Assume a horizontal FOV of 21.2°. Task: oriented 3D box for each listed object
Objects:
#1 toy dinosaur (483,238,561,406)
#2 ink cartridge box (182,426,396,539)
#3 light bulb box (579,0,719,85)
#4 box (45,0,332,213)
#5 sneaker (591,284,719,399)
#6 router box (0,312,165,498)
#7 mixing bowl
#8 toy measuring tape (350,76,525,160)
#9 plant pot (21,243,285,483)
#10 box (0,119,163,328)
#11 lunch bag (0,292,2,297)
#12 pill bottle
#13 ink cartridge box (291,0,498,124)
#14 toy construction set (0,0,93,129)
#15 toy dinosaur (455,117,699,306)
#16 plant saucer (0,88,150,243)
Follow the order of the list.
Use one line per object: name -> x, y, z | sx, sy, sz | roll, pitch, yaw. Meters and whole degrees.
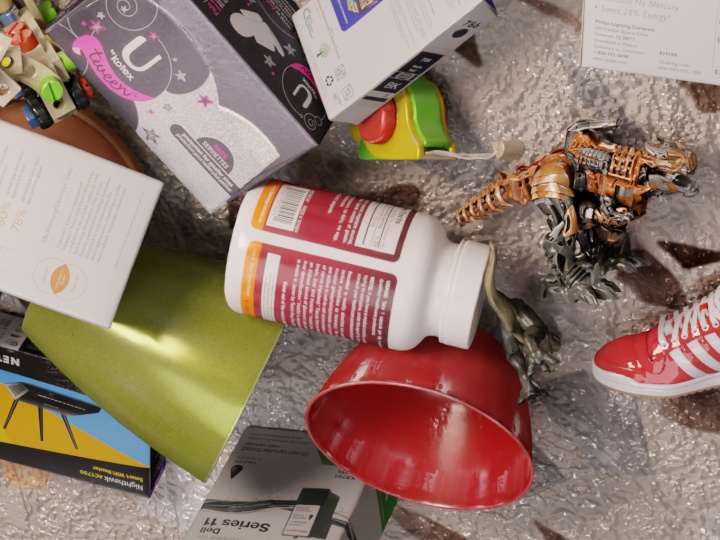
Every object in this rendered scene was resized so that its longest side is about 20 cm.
toy dinosaur -> 0.130, 0.052, 1.542 | 0.047, 0.088, 0.200 | -20, 155, 8
ink cartridge box -> -0.067, 0.237, 1.727 | 0.146, 0.200, 0.083 | 4, 125, 18
light bulb box -> 0.261, -0.240, 1.317 | 0.197, 0.125, 0.201 | 9, 126, 15
box -> -0.125, -0.168, 1.519 | 0.132, 0.115, 0.200 | -30, 109, 34
sneaker -> 0.279, 0.040, 1.541 | 0.199, 0.071, 0.113 | -5, 126, 15
router box -> -0.283, 0.125, 1.823 | 0.199, 0.051, 0.150 | 13, 129, 12
mixing bowl -> 0.063, 0.108, 1.630 | 0.199, 0.109, 0.200 | 14, 147, 9
toy measuring tape -> 0.055, -0.120, 1.490 | 0.200, 0.074, 0.074 | 5, 131, 54
plant pot -> -0.179, 0.053, 1.643 | 0.199, 0.187, 0.187 | 27, 129, -2
box -> -0.271, -0.047, 1.509 | 0.199, 0.097, 0.125 | 21, 89, -11
lunch bag -> -0.370, -0.043, 1.651 | 0.161, 0.082, 0.200 | 49, 151, 8
pill bottle -> 0.000, 0.000, 1.539 | 0.199, 0.113, 0.113 | 14, 127, 8
ink cartridge box -> 0.037, -0.203, 1.450 | 0.200, 0.039, 0.100 | -35, 65, 37
toy construction set -> -0.277, -0.185, 1.527 | 0.092, 0.200, 0.131 | -21, 124, 6
toy dinosaur -> 0.175, -0.053, 1.521 | 0.200, 0.102, 0.136 | 4, 114, 50
plant saucer -> -0.273, -0.075, 1.690 | 0.199, 0.037, 0.201 | 11, 126, 15
